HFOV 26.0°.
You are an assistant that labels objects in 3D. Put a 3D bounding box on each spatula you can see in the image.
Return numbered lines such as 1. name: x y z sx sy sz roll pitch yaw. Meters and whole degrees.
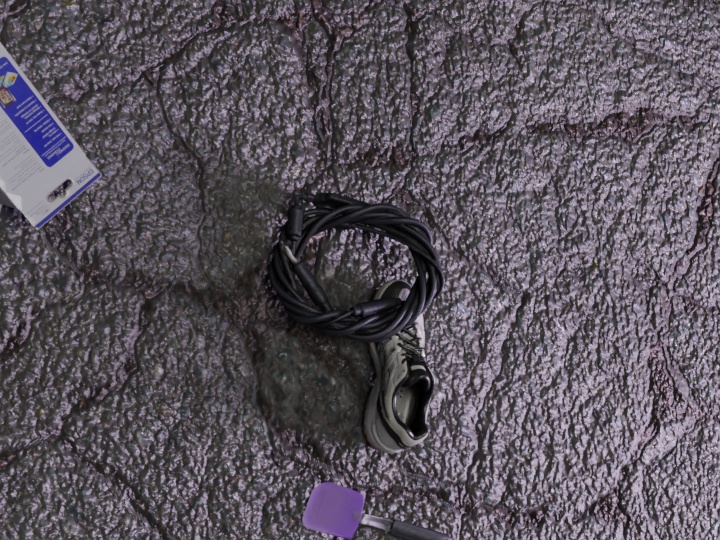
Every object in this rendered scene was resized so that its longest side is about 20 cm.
1. spatula: 0.026 0.289 1.776 0.199 0.021 0.057 21 85 -31

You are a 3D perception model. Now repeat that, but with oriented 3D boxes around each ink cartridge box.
1. ink cartridge box: -0.363 -0.144 1.583 0.099 0.039 0.200 -43 105 -29

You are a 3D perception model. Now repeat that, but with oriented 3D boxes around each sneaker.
1. sneaker: 0.056 0.107 1.783 0.075 0.088 0.202 6 79 -29

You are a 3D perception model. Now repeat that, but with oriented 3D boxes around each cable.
1. cable: 0.000 0.000 1.752 0.199 0.051 0.164 18 67 -10

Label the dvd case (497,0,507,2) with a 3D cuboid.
1. dvd case: 0.122 -0.444 1.942 0.199 0.016 0.150 26 70 -27
